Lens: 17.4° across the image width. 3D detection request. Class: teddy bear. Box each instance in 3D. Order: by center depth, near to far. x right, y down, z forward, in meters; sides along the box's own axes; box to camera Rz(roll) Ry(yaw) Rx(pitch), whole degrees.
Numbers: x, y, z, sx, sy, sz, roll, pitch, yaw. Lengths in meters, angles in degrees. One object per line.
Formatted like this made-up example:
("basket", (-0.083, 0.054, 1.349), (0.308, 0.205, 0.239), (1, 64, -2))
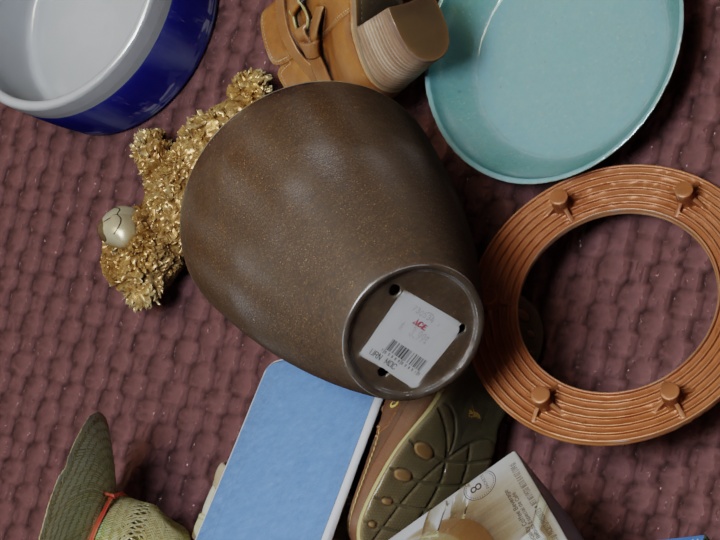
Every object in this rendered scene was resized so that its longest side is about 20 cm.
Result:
("teddy bear", (-0.125, -0.063, 1.732), (0.200, 0.067, 0.145), (-31, 59, 24))

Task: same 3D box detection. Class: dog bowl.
("dog bowl", (-0.210, -0.209, 1.827), (0.200, 0.079, 0.200), (-11, 70, 33))

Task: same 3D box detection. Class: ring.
("ring", (0.161, 0.017, 1.495), (0.200, 0.019, 0.201), (-9, 58, 15))

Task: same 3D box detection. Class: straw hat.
("straw hat", (-0.163, 0.202, 1.641), (0.085, 0.201, 0.201), (9, 81, 7))

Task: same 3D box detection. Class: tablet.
("tablet", (-0.043, 0.125, 1.589), (0.130, 0.014, 0.200), (-17, 37, 37))

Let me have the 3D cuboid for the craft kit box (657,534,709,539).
("craft kit box", (0.116, 0.262, 1.437), (0.200, 0.049, 0.198), (-10, 44, 33))

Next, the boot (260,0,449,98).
("boot", (-0.018, -0.211, 1.657), (0.155, 0.077, 0.200), (-23, 90, 55))

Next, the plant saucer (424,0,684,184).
("plant saucer", (0.136, -0.151, 1.592), (0.200, 0.036, 0.200), (-10, 71, 33))

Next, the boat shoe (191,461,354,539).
("boat shoe", (-0.031, 0.174, 1.598), (0.200, 0.072, 0.065), (11, 84, 42))

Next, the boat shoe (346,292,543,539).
("boat shoe", (0.048, 0.102, 1.551), (0.068, 0.072, 0.200), (6, 61, 54))

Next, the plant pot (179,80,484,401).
("plant pot", (0.000, 0.000, 1.510), (0.187, 0.187, 0.200), (-55, 30, 10))

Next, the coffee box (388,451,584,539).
("coffee box", (0.050, 0.220, 1.434), (0.200, 0.080, 0.114), (-36, 35, 5))
